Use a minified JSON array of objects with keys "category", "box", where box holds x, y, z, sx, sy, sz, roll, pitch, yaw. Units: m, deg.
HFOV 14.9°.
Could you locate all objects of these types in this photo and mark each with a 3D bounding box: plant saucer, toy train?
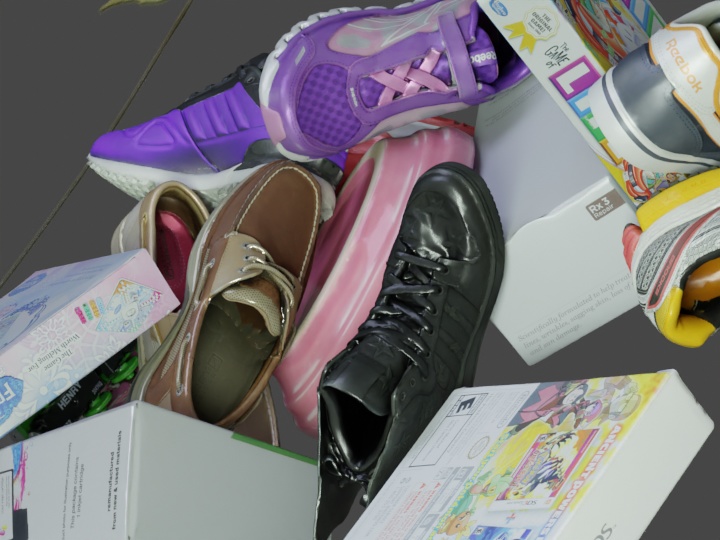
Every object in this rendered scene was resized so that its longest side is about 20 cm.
[{"category":"plant saucer","box":[0.000,0.000,1.625,0.201,0.051,0.201,-61,10,18]},{"category":"toy train","box":[-0.154,0.042,1.704,0.056,0.042,0.200,-21,25,48]}]

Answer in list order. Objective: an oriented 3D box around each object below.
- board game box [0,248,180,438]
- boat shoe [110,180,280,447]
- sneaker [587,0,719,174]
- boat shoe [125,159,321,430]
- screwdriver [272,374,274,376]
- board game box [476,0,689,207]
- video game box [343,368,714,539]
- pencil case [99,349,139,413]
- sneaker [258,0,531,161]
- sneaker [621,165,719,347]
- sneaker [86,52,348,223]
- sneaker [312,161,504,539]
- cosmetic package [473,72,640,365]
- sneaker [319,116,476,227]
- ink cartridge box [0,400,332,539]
[{"category":"board game box","box":[-0.223,0.065,1.593,0.199,0.044,0.200,-38,12,-22]},{"category":"boat shoe","box":[-0.095,0.037,1.648,0.073,0.201,0.069,-12,-26,-29]},{"category":"sneaker","box":[0.199,-0.093,1.448,0.079,0.079,0.200,-38,-15,27]},{"category":"boat shoe","box":[-0.063,0.022,1.562,0.072,0.075,0.201,-26,38,56]},{"category":"screwdriver","box":[-0.026,-0.029,1.715,0.028,0.029,0.201,-94,18,-83]},{"category":"board game box","box":[0.140,-0.110,1.502,0.034,0.200,0.135,-30,24,24]},{"category":"video game box","box":[0.059,0.138,1.367,0.200,0.047,0.182,-52,21,-26]},{"category":"pencil case","box":[-0.131,0.084,1.744,0.086,0.083,0.200,-26,25,19]},{"category":"sneaker","box":[0.032,-0.119,1.607,0.199,0.081,0.088,-23,20,-35]},{"category":"sneaker","box":[0.226,-0.025,1.387,0.200,0.078,0.082,-34,37,24]},{"category":"sneaker","box":[-0.080,-0.086,1.715,0.199,0.069,0.100,5,71,39]},{"category":"sneaker","box":[0.021,0.048,1.474,0.060,0.201,0.104,18,22,28]},{"category":"cosmetic package","box":[0.123,-0.049,1.580,0.113,0.081,0.200,-30,24,25]},{"category":"sneaker","box":[0.004,-0.047,1.757,0.078,0.199,0.116,10,-88,-73]},{"category":"ink cartridge box","box":[-0.134,0.148,1.516,0.199,0.144,0.085,-20,59,43]}]
